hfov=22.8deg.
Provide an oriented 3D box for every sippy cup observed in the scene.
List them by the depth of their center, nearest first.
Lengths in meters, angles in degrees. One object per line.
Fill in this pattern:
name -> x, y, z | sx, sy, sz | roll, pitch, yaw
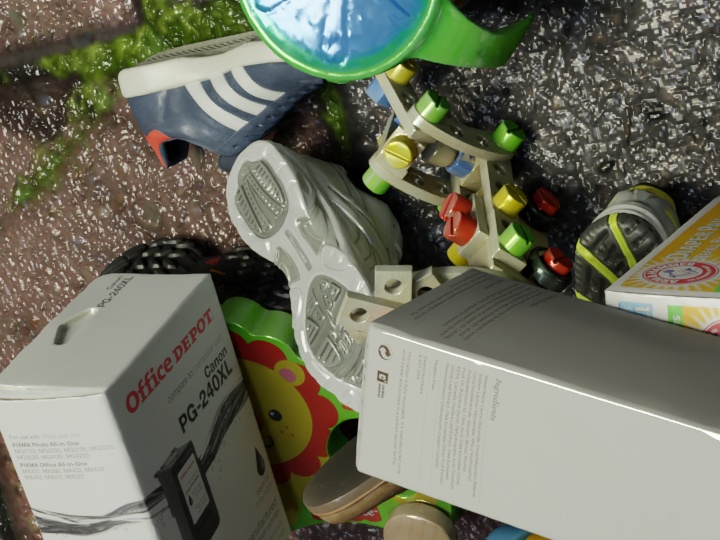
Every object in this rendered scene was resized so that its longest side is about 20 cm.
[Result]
sippy cup -> 0.013, -0.188, 1.037 | 0.139, 0.130, 0.178 | -18, 98, 31

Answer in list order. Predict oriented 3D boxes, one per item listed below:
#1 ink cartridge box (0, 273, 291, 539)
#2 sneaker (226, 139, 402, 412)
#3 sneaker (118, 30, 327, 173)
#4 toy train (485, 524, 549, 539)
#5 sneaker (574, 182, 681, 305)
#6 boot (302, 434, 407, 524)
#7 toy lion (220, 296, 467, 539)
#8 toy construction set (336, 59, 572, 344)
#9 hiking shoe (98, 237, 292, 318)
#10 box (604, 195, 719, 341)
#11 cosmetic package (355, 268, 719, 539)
ink cartridge box -> -0.128, 0.120, 1.091 | 0.083, 0.145, 0.200 | -3, 117, 25
sneaker -> 0.000, 0.000, 1.115 | 0.078, 0.099, 0.200 | -45, 61, 38
sneaker -> -0.061, -0.110, 1.145 | 0.200, 0.075, 0.085 | -6, 108, 37
toy train -> 0.125, 0.176, 1.061 | 0.085, 0.116, 0.200 | 33, 165, -13
sneaker -> 0.169, 0.041, 1.066 | 0.075, 0.076, 0.200 | 16, 128, 21
boot -> 0.059, 0.111, 1.088 | 0.074, 0.200, 0.076 | 17, 132, 61
toy lion -> -0.041, 0.101, 1.164 | 0.199, 0.069, 0.192 | -1, 125, 24
toy construction set -> 0.052, -0.030, 1.047 | 0.131, 0.200, 0.092 | 30, 135, -21
hiking shoe -> -0.078, 0.037, 1.210 | 0.200, 0.076, 0.101 | 9, 128, 28
box -> 0.213, 0.037, 0.961 | 0.101, 0.200, 0.113 | 4, 108, 28
cosmetic package -> 0.110, 0.071, 0.849 | 0.200, 0.108, 0.085 | 18, 114, 30
